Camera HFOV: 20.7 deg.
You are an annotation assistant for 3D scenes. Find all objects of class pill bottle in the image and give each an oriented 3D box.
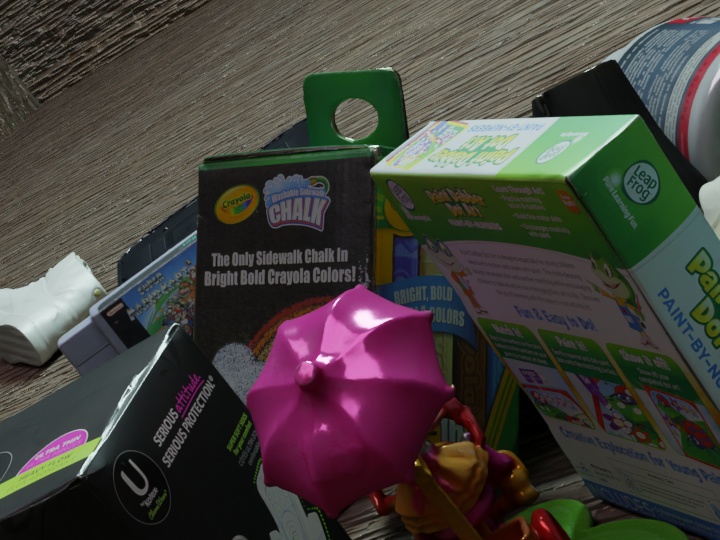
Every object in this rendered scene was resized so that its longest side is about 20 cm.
[{"bbox_3d":[0.196,-0.080,1.079,0.120,0.120,0.200,-39,16,-8],"label":"pill bottle"}]

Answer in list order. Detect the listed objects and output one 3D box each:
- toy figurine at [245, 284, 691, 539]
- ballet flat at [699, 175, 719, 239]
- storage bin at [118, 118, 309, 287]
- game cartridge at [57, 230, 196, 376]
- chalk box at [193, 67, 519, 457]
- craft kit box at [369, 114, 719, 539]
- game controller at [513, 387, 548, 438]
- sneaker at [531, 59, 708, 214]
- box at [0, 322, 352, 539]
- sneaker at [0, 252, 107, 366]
[{"bbox_3d":[0.029,0.085,0.849,0.150,0.184,0.200,-35,15,7],"label":"toy figurine"},{"bbox_3d":[0.165,-0.006,0.892,0.069,0.069,0.200,-52,-3,-44],"label":"ballet flat"},{"bbox_3d":[-0.084,-0.020,1.547,0.200,0.094,0.135,-37,15,3],"label":"storage bin"},{"bbox_3d":[-0.093,0.038,1.355,0.200,0.130,0.038,-36,16,4],"label":"game cartridge"},{"bbox_3d":[0.000,0.000,0.999,0.125,0.200,0.124,0,-5,40],"label":"chalk box"},{"bbox_3d":[0.106,0.026,0.828,0.049,0.198,0.200,-42,17,-14],"label":"craft kit box"},{"bbox_3d":[0.090,0.058,1.063,0.200,0.042,0.104,-26,19,34],"label":"game controller"},{"bbox_3d":[0.117,-0.038,1.037,0.075,0.106,0.200,-26,-7,-25],"label":"sneaker"},{"bbox_3d":[-0.093,0.156,0.879,0.148,0.200,0.124,-28,18,28],"label":"box"},{"bbox_3d":[-0.320,0.035,1.985,0.116,0.074,0.200,-41,26,-21],"label":"sneaker"}]
